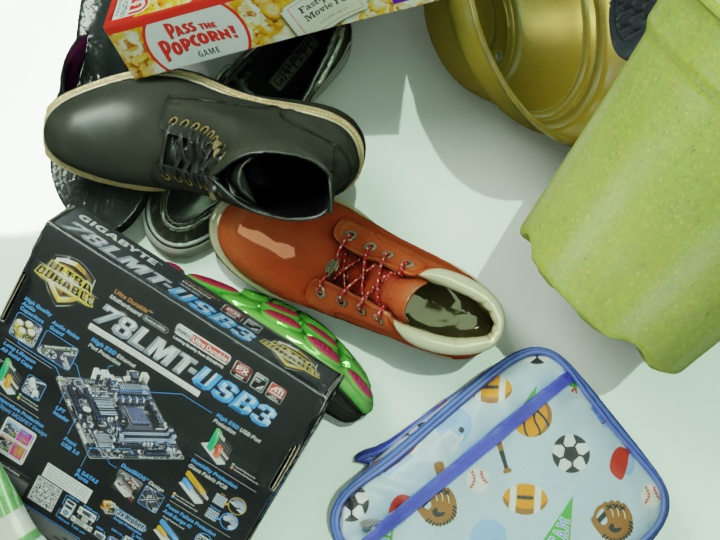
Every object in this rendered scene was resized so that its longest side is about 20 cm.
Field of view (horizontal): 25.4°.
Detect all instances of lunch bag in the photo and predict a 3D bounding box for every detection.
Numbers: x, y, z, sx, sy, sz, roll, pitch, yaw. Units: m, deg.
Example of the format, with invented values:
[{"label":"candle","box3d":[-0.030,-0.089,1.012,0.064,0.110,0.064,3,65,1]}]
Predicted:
[{"label":"lunch bag","box3d":[0.080,0.153,1.003,0.199,0.076,0.161,-37,83,-8]}]

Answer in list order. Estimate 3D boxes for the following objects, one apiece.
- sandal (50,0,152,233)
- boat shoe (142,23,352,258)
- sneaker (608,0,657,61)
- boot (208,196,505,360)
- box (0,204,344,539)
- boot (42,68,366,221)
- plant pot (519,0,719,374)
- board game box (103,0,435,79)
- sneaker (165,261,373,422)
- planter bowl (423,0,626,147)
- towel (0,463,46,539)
[{"label":"sandal","box3d":[-0.168,-0.124,1.032,0.075,0.048,0.202,0,79,17]},{"label":"boat shoe","box3d":[-0.076,-0.099,1.032,0.070,0.064,0.201,34,83,2]},{"label":"sneaker","box3d":[0.217,-0.208,1.038,0.078,0.066,0.201,32,58,-26]},{"label":"boot","box3d":[0.000,0.000,0.991,0.198,0.107,0.076,21,92,-5]},{"label":"box","box3d":[-0.141,0.096,0.971,0.199,0.050,0.199,31,109,3]},{"label":"boot","box3d":[-0.100,-0.071,0.931,0.198,0.138,0.078,1,105,4]},{"label":"plant pot","box3d":[0.198,-0.048,0.932,0.200,0.200,0.184,42,107,3]},{"label":"board game box","box3d":[-0.047,-0.203,0.971,0.198,0.046,0.152,-12,45,19]},{"label":"sneaker","box3d":[-0.086,0.055,1.017,0.198,0.077,0.084,21,101,3]},{"label":"planter bowl","box3d":[0.099,-0.171,1.020,0.199,0.083,0.202,10,76,-45]},{"label":"towel","box3d":[-0.291,0.115,0.983,0.152,0.023,0.201,-34,83,25]}]
